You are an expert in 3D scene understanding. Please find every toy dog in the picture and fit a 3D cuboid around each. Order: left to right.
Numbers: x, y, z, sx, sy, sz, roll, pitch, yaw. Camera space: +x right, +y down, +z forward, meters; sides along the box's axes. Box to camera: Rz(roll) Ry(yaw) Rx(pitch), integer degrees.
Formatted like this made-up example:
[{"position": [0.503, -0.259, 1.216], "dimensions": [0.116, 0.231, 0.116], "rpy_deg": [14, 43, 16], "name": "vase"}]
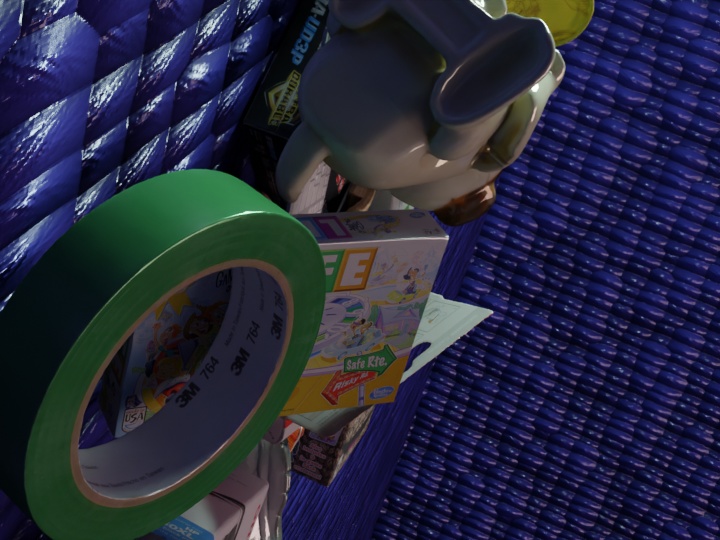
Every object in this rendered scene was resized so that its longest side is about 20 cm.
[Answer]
[{"position": [0.045, -0.096, 0.800], "dimensions": [0.194, 0.139, 0.200], "rpy_deg": [-53, 163, 1], "name": "toy dog"}]

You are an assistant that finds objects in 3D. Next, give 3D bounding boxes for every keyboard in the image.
[{"position": [-0.031, -0.073, 0.835], "dimensions": [0.056, 0.011, 0.201], "rpy_deg": [-49, 156, -59], "name": "keyboard"}]

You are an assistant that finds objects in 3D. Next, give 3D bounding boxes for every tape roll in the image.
[{"position": [-0.103, 0.047, 0.642], "dimensions": [0.200, 0.048, 0.201], "rpy_deg": [-37, 148, -29], "name": "tape roll"}]

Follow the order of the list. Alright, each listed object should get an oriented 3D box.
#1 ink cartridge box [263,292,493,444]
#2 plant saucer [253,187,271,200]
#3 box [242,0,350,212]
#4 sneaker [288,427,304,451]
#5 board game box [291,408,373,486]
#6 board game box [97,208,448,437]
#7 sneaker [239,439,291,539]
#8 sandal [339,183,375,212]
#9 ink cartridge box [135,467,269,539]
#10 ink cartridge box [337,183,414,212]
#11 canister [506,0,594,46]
[{"position": [-0.003, 0.075, 0.952], "dimensions": [0.160, 0.050, 0.200], "rpy_deg": [-36, -156, -20], "name": "ink cartridge box"}, {"position": [-0.098, 0.041, 0.890], "dimensions": [0.200, 0.050, 0.202], "rpy_deg": [23, 90, -82], "name": "plant saucer"}, {"position": [-0.024, -0.128, 0.928], "dimensions": [0.200, 0.046, 0.160], "rpy_deg": [83, 31, -71], "name": "box"}, {"position": [-0.086, 0.097, 1.095], "dimensions": [0.077, 0.073, 0.201], "rpy_deg": [-31, 139, -49], "name": "sneaker"}, {"position": [-0.025, 0.092, 1.301], "dimensions": [0.159, 0.096, 0.201], "rpy_deg": [-46, 157, -68], "name": "board game box"}, {"position": [-0.053, 0.030, 0.767], "dimensions": [0.198, 0.034, 0.135], "rpy_deg": [-4, 127, -30], "name": "board game box"}, {"position": [-0.106, 0.234, 1.080], "dimensions": [0.075, 0.086, 0.202], "rpy_deg": [164, -71, -86], "name": "sneaker"}, {"position": [0.002, -0.005, 0.949], "dimensions": [0.212, 0.069, 0.078], "rpy_deg": [-68, -176, -62], "name": "sandal"}, {"position": [-0.150, 0.226, 0.913], "dimensions": [0.200, 0.084, 0.146], "rpy_deg": [-23, 135, -79], "name": "ink cartridge box"}, {"position": [0.031, -0.133, 1.127], "dimensions": [0.147, 0.082, 0.201], "rpy_deg": [94, 21, -62], "name": "ink cartridge box"}, {"position": [0.127, -0.285, 0.957], "dimensions": [0.201, 0.086, 0.149], "rpy_deg": [-84, 164, -49], "name": "canister"}]
